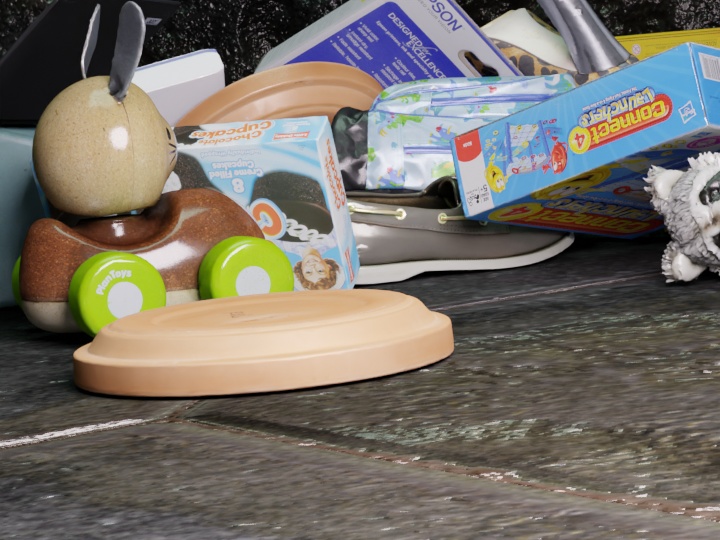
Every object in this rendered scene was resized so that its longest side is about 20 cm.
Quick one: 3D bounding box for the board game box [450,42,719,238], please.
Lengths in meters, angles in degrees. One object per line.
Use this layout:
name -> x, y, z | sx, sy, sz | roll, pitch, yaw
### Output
board game box -> 0.198, -0.082, 1.633 | 0.196, 0.056, 0.200 | -21, -17, 38

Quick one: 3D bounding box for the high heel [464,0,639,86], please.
high heel -> 0.148, -0.140, 1.907 | 0.071, 0.143, 0.200 | -33, -3, -25

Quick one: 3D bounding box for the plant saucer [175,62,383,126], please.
plant saucer -> -0.065, -0.080, 1.879 | 0.200, 0.032, 0.200 | -19, -32, -12

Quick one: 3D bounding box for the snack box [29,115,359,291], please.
snack box -> -0.108, -0.037, 1.620 | 0.200, 0.116, 0.037 | -3, 31, 16

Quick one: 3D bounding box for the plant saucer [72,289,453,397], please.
plant saucer -> -0.051, 0.035, 1.287 | 0.200, 0.032, 0.200 | -5, 5, 0

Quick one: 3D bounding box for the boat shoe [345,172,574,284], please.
boat shoe -> 0.060, -0.034, 1.694 | 0.201, 0.060, 0.072 | -8, 18, -26

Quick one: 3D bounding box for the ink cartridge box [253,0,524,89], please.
ink cartridge box -> 0.051, -0.135, 1.923 | 0.200, 0.198, 0.047 | -27, 27, 38

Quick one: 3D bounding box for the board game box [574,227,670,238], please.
board game box -> 0.237, -0.040, 1.847 | 0.105, 0.024, 0.200 | -7, 5, -42

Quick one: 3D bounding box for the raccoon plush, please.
raccoon plush -> 0.253, -0.026, 1.550 | 0.134, 0.097, 0.200 | -15, -20, 6

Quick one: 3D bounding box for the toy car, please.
toy car -> -0.138, -0.065, 1.504 | 0.158, 0.200, 0.164 | -7, 6, -23

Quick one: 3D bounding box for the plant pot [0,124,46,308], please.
plant pot -> -0.266, -0.042, 1.736 | 0.200, 0.142, 0.141 | 3, 6, 4

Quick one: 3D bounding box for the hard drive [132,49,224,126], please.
hard drive -> -0.166, -0.082, 1.876 | 0.132, 0.025, 0.200 | -17, -32, -12

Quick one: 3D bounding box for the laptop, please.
laptop -> -0.256, -0.153, 1.684 | 0.200, 0.103, 0.177 | 11, 6, 20

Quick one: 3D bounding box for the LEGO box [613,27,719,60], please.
LEGO box -> 0.225, -0.120, 2.021 | 0.200, 0.149, 0.077 | -7, 6, -31

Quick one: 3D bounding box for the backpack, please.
backpack -> 0.082, -0.076, 1.809 | 0.200, 0.154, 0.163 | 9, -20, 8
